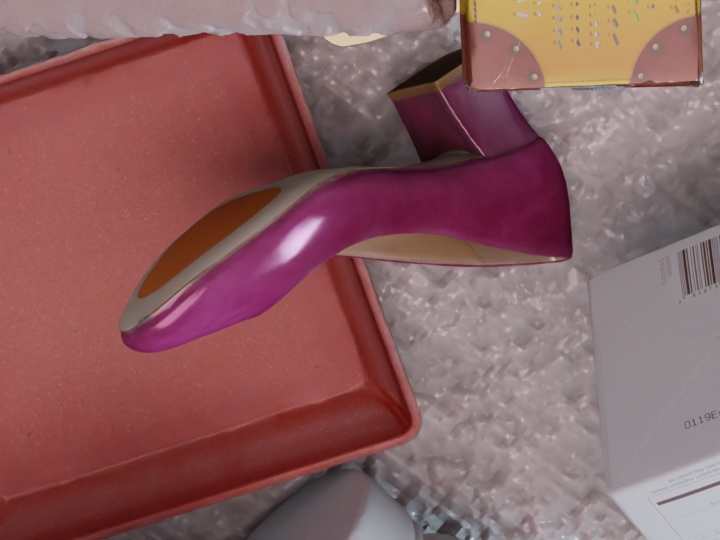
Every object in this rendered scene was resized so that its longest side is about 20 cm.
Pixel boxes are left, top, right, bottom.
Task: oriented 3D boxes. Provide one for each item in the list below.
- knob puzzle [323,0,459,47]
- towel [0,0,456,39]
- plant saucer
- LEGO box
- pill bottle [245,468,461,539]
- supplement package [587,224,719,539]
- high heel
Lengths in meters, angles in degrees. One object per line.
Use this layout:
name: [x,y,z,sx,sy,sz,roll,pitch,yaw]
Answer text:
knob puzzle: [0.013,-0.179,0.978,0.219,0.030,0.220,0,97,4]
towel: [-0.057,-0.175,0.916,0.200,0.032,0.192,4,100,38]
plant saucer: [-0.098,0.004,1.071,0.199,0.037,0.200,-18,113,6]
LEGO box: [0.068,-0.163,0.887,0.077,0.149,0.201,-2,98,3]
pill bottle: [0.036,0.181,1.108,0.113,0.113,0.200,-40,108,14]
supplement package: [0.183,0.080,1.030,0.114,0.110,0.200,-22,132,21]
high heel: [0.000,0.000,1.012,0.067,0.200,0.096,-10,113,50]
